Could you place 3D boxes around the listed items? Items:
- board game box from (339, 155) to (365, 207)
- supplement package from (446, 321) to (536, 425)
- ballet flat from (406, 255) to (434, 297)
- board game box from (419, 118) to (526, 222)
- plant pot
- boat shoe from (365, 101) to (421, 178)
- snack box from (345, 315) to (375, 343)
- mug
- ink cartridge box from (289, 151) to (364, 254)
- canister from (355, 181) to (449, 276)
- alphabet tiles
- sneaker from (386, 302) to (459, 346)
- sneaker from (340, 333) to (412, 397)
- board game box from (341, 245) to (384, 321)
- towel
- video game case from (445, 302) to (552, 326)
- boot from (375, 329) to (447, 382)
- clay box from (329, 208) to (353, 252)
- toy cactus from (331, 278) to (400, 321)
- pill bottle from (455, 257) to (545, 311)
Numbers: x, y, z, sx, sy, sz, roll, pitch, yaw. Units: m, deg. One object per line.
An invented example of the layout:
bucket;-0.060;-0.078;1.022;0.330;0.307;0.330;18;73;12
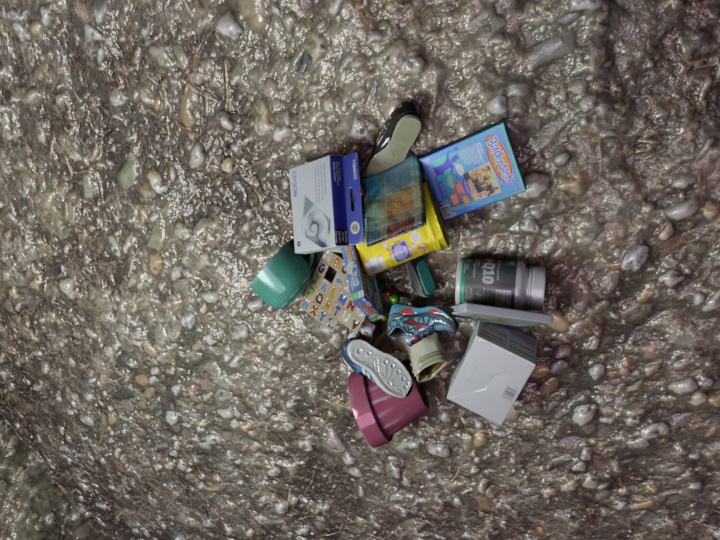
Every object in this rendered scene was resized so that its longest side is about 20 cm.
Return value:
board game box;-0.077;-0.160;1.259;0.199;0.019;0.105;-41;75;35
supplement package;0.324;0.244;1.325;0.151;0.111;0.205;24;121;8
ballet flat;0.127;-0.030;1.299;0.063;0.066;0.207;5;117;52
board game box;0.246;-0.215;1.175;0.194;0.045;0.156;-18;107;27
plant pot;0.081;0.339;1.425;0.174;0.201;0.205;-24;106;12
boat shoe;0.070;-0.282;1.202;0.071;0.065;0.203;11;139;-24
snack box;-0.004;0.183;1.415;0.070;0.025;0.203;25;148;11
mug;-0.188;0.012;1.380;0.114;0.153;0.185;43;121;-6
ink cartridge box;-0.081;-0.149;1.214;0.195;0.040;0.209;-8;86;41
canister;0.085;-0.089;1.208;0.194;0.086;0.154;-21;88;16
alphabet tiles;-0.056;0.064;1.354;0.197;0.007;0.172;32;99;33
sneaker;0.145;0.141;1.278;0.195;0.098;0.079;0;148;43
sneaker;0.035;0.242;1.357;0.198;0.082;0.146;37;166;-5
board game box;0.000;0.000;1.245;0.033;0.206;0.135;-19;152;14
towel;0.070;-0.152;1.157;0.142;0.205;0.022;-20;137;22
video game case;0.304;0.102;1.210;0.192;0.182;0.023;8;82;-4
boot;0.124;0.210;1.358;0.198;0.159;0.071;-35;140;28
clay box;-0.073;-0.150;1.321;0.111;0.048;0.208;8;116;20
toy cactus;0.002;0.044;1.370;0.193;0.102;0.172;4;106;28
pill bottle;0.319;0.034;1.227;0.192;0.114;0.117;4;116;17
